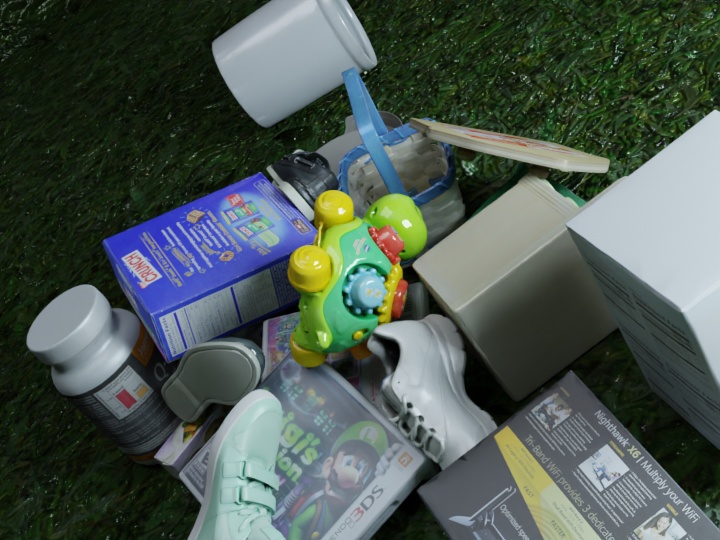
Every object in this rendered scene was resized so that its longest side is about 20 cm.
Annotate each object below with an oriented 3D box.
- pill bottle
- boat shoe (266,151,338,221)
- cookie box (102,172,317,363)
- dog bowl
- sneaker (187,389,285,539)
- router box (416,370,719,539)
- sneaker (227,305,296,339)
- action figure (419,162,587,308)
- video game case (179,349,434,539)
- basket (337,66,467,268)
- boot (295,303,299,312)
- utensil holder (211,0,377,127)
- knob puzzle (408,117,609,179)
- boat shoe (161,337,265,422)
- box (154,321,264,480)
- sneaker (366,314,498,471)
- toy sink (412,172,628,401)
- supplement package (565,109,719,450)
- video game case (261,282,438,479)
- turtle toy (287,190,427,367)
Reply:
[{"bbox_3d":[-0.267,0.116,1.175,0.116,0.200,0.117,-23,36,18],"label":"pill bottle"},{"bbox_3d":[-0.063,-0.109,1.250,0.066,0.075,0.199,-41,11,1],"label":"boat shoe"},{"bbox_3d":[-0.158,-0.008,1.162,0.200,0.075,0.171,-25,39,-17],"label":"cookie box"},{"bbox_3d":[-0.020,-0.119,1.371,0.200,0.059,0.200,-24,34,18],"label":"dog bowl"},{"bbox_3d":[-0.082,0.210,0.927,0.118,0.074,0.201,9,77,39],"label":"sneaker"},{"bbox_3d":[0.159,0.195,0.784,0.157,0.052,0.200,-37,48,-1],"label":"router box"},{"bbox_3d":[-0.113,0.010,1.257,0.078,0.099,0.200,7,52,46],"label":"sneaker"},{"bbox_3d":[0.132,-0.027,1.123,0.200,0.055,0.118,-38,35,-9],"label":"action figure"},{"bbox_3d":[-0.057,0.186,0.990,0.182,0.023,0.200,-48,51,-4],"label":"video game case"},{"bbox_3d":[0.036,-0.114,1.180,0.139,0.200,0.177,-21,32,7],"label":"basket"},{"bbox_3d":[-0.012,0.053,1.149,0.146,0.070,0.200,1,52,38],"label":"boot"},{"bbox_3d":[-0.100,-0.334,1.616,0.200,0.170,0.170,-30,33,14],"label":"utensil holder"},{"bbox_3d":[0.157,-0.112,1.057,0.219,0.219,0.031,28,110,54],"label":"knob puzzle"},{"bbox_3d":[-0.143,0.101,1.088,0.062,0.073,0.200,-42,4,-36],"label":"boat shoe"},{"bbox_3d":[-0.147,0.145,1.177,0.039,0.041,0.200,10,54,47],"label":"box"},{"bbox_3d":[0.061,0.128,0.928,0.075,0.087,0.200,-61,40,40],"label":"sneaker"},{"bbox_3d":[0.172,-0.002,0.989,0.200,0.130,0.112,-37,33,-1],"label":"toy sink"},{"bbox_3d":[0.285,0.019,0.795,0.152,0.200,0.151,-37,33,-2],"label":"supplement package"},{"bbox_3d":[-0.015,0.120,1.038,0.182,0.024,0.201,-15,57,21],"label":"video game case"},{"bbox_3d":[0.000,0.000,1.010,0.101,0.146,0.200,13,49,10],"label":"turtle toy"}]
